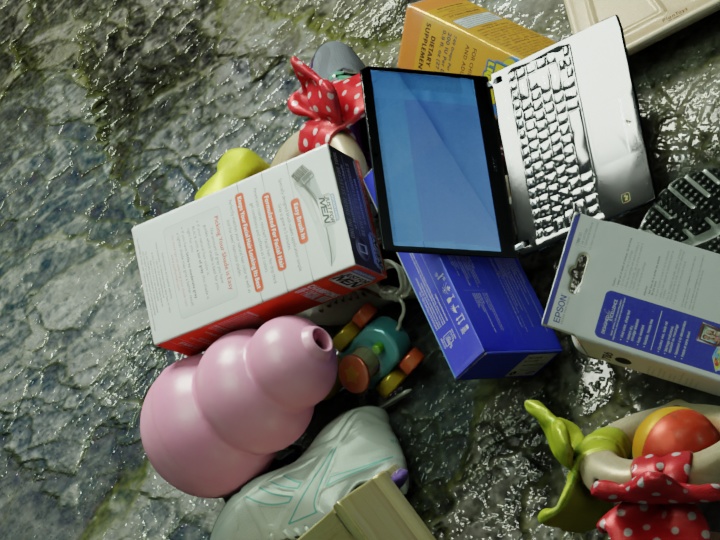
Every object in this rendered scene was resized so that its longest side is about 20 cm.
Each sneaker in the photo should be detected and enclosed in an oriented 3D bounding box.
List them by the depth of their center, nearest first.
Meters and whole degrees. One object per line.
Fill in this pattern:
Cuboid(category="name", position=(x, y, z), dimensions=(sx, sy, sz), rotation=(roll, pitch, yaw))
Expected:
Cuboid(category="sneaker", position=(0.236, -0.006, 1.471), dimensions=(0.200, 0.080, 0.074), rotation=(-39, 75, -12))
Cuboid(category="sneaker", position=(-0.045, 0.200, 1.553), dimensions=(0.200, 0.070, 0.080), rotation=(-40, 54, 12))
Cuboid(category="sneaker", position=(0.000, 0.000, 1.627), dimensions=(0.199, 0.084, 0.073), rotation=(-14, 74, 31))
Cuboid(category="sneaker", position=(0.005, -0.149, 1.715), dimensions=(0.088, 0.074, 0.201), rotation=(115, 146, -50))

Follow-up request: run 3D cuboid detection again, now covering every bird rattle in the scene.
Cuboid(category="bird rattle", position=(0.211, 0.134, 1.336), dimensions=(0.162, 0.113, 0.200), rotation=(-23, 8, -23))
Cuboid(category="bird rattle", position=(-0.038, -0.080, 1.638), dimensions=(0.200, 0.112, 0.164), rotation=(-40, 57, 27))

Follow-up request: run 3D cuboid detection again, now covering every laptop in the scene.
Cuboid(category="laptop", position=(0.116, -0.112, 1.497), dimensions=(0.199, 0.103, 0.178), rotation=(-23, 59, 29))

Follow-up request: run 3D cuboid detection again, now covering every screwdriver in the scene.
Cuboid(category="screwdriver", position=(-0.037, 0.151, 1.610), dimensions=(0.199, 0.028, 0.029), rotation=(-34, 18, 12))

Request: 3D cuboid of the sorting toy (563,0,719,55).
Cuboid(category="sorting toy", position=(0.266, -0.274, 1.649), dimensions=(0.184, 0.036, 0.201), rotation=(-26, 45, 22))

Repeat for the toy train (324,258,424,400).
Cuboid(category="toy train", position=(-0.043, 0.050, 1.594), dimensions=(0.199, 0.151, 0.056), rotation=(1, 26, 35))

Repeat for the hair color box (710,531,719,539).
Cuboid(category="hair color box", position=(0.270, 0.285, 1.265), dimensions=(0.109, 0.065, 0.201), rotation=(0, 61, 38))

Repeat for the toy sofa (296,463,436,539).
Cuboid(category="toy sofa", position=(-0.023, 0.243, 1.462), dimensions=(0.200, 0.097, 0.083), rotation=(-43, 79, 35))

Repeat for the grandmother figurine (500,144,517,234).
Cuboid(category="grandmother figurine", position=(0.098, -0.096, 1.640), dimensions=(0.121, 0.061, 0.200), rotation=(-42, 45, 5))

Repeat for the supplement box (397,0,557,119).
Cuboid(category="supplement box", position=(0.127, -0.176, 1.628), dimensions=(0.199, 0.069, 0.067), rotation=(29, 123, 32))

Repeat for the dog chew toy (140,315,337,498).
Cuboid(category="dog chew toy", position=(-0.095, 0.107, 1.557), dimensions=(0.200, 0.124, 0.125), rotation=(-38, 44, 34))

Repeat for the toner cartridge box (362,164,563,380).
Cuboid(category="toner cartridge box", position=(0.083, -0.006, 1.530), dimensions=(0.043, 0.095, 0.201), rotation=(-45, 57, 37))

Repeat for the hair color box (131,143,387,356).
Cuboid(category="hair color box", position=(-0.087, -0.015, 1.562), dimensions=(0.199, 0.064, 0.112), rotation=(-22, 70, 23))

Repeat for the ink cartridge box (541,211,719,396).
Cuboid(category="ink cartridge box", position=(0.241, 0.032, 1.395), dimensions=(0.199, 0.039, 0.100), rotation=(18, 71, 6))
